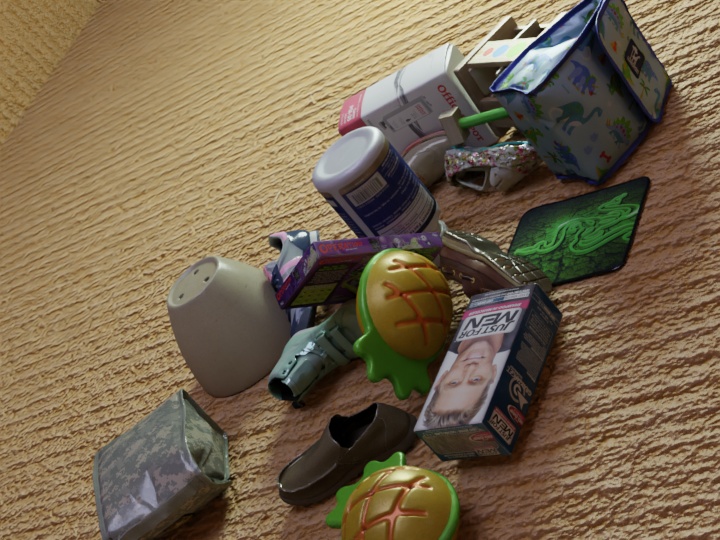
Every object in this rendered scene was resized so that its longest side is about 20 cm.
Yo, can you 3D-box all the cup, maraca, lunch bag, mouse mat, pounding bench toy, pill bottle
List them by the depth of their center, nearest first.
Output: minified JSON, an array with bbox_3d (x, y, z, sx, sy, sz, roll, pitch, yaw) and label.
[{"bbox_3d":[0.033,0.259,1.439,0.137,0.107,0.200,-39,26,-9],"label":"maraca"},{"bbox_3d":[0.050,0.062,1.660,0.107,0.137,0.201,-36,31,46],"label":"maraca"},{"bbox_3d":[0.259,-0.040,1.687,0.200,0.008,0.161,-15,38,40],"label":"mouse mat"},{"bbox_3d":[0.298,-0.237,1.741,0.200,0.170,0.127,-47,27,-14],"label":"lunch bag"},{"bbox_3d":[-0.260,0.277,1.790,0.164,0.118,0.200,-37,23,8],"label":"lunch bag"},{"bbox_3d":[0.035,-0.087,1.837,0.115,0.200,0.116,-30,29,19],"label":"pill bottle"},{"bbox_3d":[0.221,-0.247,1.892,0.200,0.124,0.156,-46,27,-19],"label":"pounding bench toy"},{"bbox_3d":[-0.200,0.063,1.992,0.200,0.143,0.201,-31,30,20],"label":"cup"}]

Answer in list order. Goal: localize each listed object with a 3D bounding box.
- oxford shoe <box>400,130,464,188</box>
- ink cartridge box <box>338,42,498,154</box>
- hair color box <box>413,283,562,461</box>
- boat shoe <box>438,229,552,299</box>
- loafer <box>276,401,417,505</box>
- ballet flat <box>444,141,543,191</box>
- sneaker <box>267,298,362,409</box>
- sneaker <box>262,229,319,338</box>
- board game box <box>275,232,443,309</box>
[{"bbox_3d":[0.075,-0.128,1.998,0.200,0.071,0.074,-39,30,27],"label":"oxford shoe"},{"bbox_3d":[0.090,-0.224,2.023,0.200,0.147,0.083,-26,32,30],"label":"ink cartridge box"},{"bbox_3d":[0.145,0.112,1.519,0.100,0.061,0.200,-14,39,42],"label":"hair color box"},{"bbox_3d":[0.163,0.010,1.675,0.200,0.072,0.068,34,114,54],"label":"boat shoe"},{"bbox_3d":[-0.026,0.211,1.629,0.200,0.067,0.076,-33,28,18],"label":"loafer"},{"bbox_3d":[0.186,-0.140,1.882,0.200,0.075,0.064,3,82,60],"label":"ballet flat"},{"bbox_3d":[-0.041,0.114,1.780,0.200,0.074,0.118,-30,21,43],"label":"sneaker"},{"bbox_3d":[-0.101,0.025,1.950,0.082,0.070,0.201,3,48,-1],"label":"sneaker"},{"bbox_3d":[0.000,0.000,1.755,0.120,0.199,0.032,-47,57,45],"label":"board game box"}]
